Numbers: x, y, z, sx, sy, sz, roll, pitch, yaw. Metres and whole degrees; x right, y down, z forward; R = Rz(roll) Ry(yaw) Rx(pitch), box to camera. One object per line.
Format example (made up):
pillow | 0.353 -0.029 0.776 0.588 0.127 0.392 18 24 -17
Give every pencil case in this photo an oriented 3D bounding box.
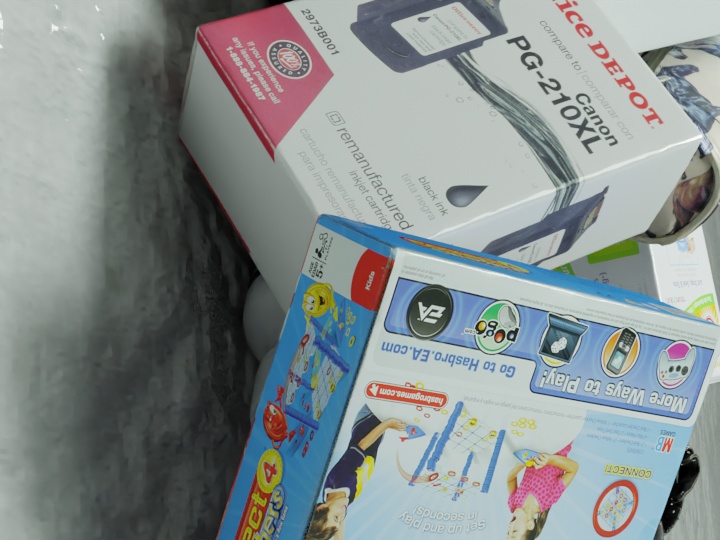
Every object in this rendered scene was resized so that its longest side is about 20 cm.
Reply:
pencil case | 0.186 -0.103 0.831 0.200 0.078 0.090 -55 135 -47

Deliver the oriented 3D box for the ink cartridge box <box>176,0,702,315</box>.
ink cartridge box | 0.036 -0.064 0.695 0.145 0.200 0.084 57 -29 23

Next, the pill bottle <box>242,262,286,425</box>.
pill bottle | 0.000 0.000 0.764 0.111 0.111 0.200 61 30 -45

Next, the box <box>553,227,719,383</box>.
box | 0.148 -0.018 0.917 0.101 0.112 0.200 -2 79 -58

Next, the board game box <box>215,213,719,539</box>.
board game box | 0.044 0.093 0.621 0.200 0.056 0.196 13 98 -37

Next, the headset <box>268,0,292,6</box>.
headset | 0.003 -0.175 0.856 0.123 0.094 0.200 -7 79 -69

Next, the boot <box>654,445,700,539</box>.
boot | 0.153 0.144 1.034 0.200 0.174 0.069 -52 132 -62

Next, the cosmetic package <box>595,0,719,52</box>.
cosmetic package | 0.191 -0.193 0.794 0.081 0.200 0.113 -127 -148 -48
